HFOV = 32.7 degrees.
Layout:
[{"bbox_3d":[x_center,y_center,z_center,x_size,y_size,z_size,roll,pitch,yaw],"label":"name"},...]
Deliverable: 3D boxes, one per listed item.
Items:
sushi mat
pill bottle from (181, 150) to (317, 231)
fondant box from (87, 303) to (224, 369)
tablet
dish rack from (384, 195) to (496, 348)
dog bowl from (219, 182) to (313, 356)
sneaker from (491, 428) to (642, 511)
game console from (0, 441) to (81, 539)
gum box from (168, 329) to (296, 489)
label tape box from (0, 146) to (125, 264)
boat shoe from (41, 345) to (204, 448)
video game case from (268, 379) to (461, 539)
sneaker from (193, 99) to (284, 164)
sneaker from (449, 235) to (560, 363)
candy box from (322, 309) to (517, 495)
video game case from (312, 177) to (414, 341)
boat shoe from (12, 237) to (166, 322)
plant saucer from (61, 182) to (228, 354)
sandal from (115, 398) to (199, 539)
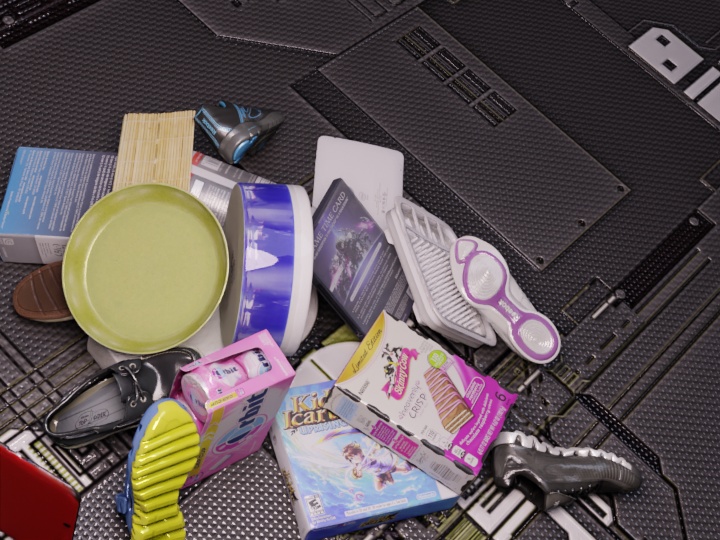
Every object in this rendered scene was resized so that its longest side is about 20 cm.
[{"bbox_3d":[-0.257,-0.136,1.532,0.095,0.012,0.200,-1,43,-3],"label":"sushi mat"},{"bbox_3d":[-0.151,-0.067,1.588,0.199,0.116,0.116,22,53,-3],"label":"pill bottle"},{"bbox_3d":[-0.209,0.090,1.497,0.200,0.058,0.144,-30,70,-31],"label":"fondant box"},{"bbox_3d":[-0.003,-0.101,1.724,0.130,0.014,0.201,11,54,-11],"label":"tablet"},{"bbox_3d":[0.099,0.010,1.622,0.171,0.043,0.201,26,38,-53],"label":"dish rack"},{"bbox_3d":[-0.113,-0.002,1.432,0.078,0.200,0.201,4,56,-14],"label":"dog bowl"},{"bbox_3d":[0.252,0.263,1.528,0.199,0.067,0.091,14,56,-4],"label":"sneaker"},{"bbox_3d":[-0.354,0.194,1.288,0.118,0.200,0.173,6,55,-15],"label":"game console"},{"bbox_3d":[-0.155,0.156,1.378,0.113,0.200,0.066,-23,66,-32],"label":"gum box"},{"bbox_3d":[-0.342,-0.078,1.539,0.199,0.066,0.144,4,54,0],"label":"label tape box"},{"bbox_3d":[-0.270,0.139,1.382,0.199,0.066,0.075,-22,73,4],"label":"boat shoe"},{"bbox_3d":[-0.001,0.217,1.486,0.199,0.046,0.182,-8,59,-23],"label":"video game case"},{"bbox_3d":[-0.160,-0.200,1.649,0.082,0.073,0.200,41,13,0],"label":"sneaker"},{"bbox_3d":[0.182,0.045,1.630,0.075,0.100,0.200,-35,85,-7],"label":"sneaker"},{"bbox_3d":[0.074,0.157,1.486,0.200,0.061,0.137,31,52,4],"label":"candy box"},{"bbox_3d":[0.000,0.000,1.582,0.200,0.019,0.143,50,47,-26],"label":"video game case"},{"bbox_3d":[-0.316,0.023,1.485,0.201,0.075,0.075,-14,71,10],"label":"boat shoe"},{"bbox_3d":[-0.245,-0.001,1.418,0.199,0.031,0.201,-2,78,8],"label":"plant saucer"},{"bbox_3d":[-0.229,0.220,1.335,0.079,0.201,0.087,-4,32,-34],"label":"sandal"}]
